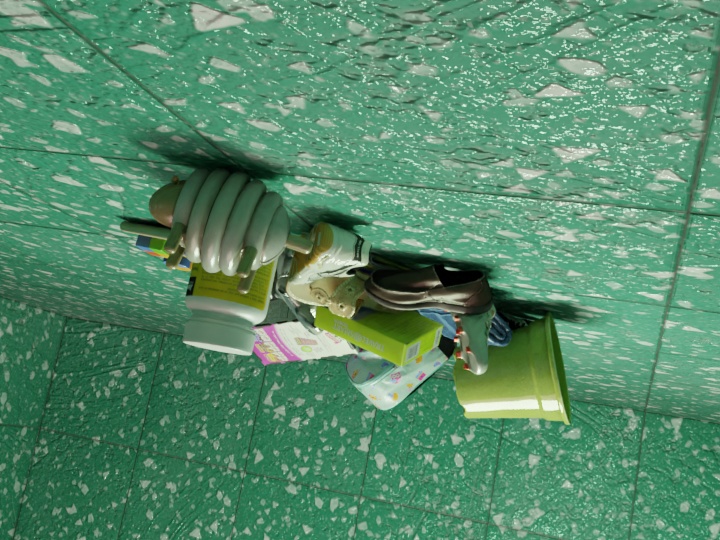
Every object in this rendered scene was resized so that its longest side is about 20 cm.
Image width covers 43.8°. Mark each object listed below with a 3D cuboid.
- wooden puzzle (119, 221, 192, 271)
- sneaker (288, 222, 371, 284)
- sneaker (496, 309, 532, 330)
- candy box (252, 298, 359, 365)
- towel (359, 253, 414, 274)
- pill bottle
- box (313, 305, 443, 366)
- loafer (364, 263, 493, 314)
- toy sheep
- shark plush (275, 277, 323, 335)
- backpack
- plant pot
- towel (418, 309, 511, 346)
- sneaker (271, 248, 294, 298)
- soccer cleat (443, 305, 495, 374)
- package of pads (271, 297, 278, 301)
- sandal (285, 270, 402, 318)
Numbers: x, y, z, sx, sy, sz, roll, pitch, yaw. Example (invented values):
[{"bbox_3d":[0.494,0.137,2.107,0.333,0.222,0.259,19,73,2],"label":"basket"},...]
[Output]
[{"bbox_3d":[-0.293,-0.029,1.549,0.185,0.046,0.200,10,170,20],"label":"wooden puzzle"},{"bbox_3d":[-0.045,-0.012,1.282,0.087,0.076,0.200,14,170,-16],"label":"sneaker"},{"bbox_3d":[0.275,0.117,1.692,0.199,0.076,0.088,11,170,-5],"label":"sneaker"},{"bbox_3d":[-0.116,0.110,1.672,0.199,0.061,0.137,-8,143,19],"label":"candy box"},{"bbox_3d":[0.000,0.000,1.493,0.143,0.023,0.200,19,167,-41],"label":"towel"},{"bbox_3d":[-0.174,0.008,1.218,0.114,0.201,0.114,10,169,2],"label":"pill bottle"},{"bbox_3d":[0.020,0.084,1.471,0.200,0.048,0.122,23,-155,29],"label":"box"},{"bbox_3d":[0.105,0.016,1.369,0.199,0.071,0.073,4,-146,7],"label":"loafer"},{"bbox_3d":[-0.154,-0.053,1.059,0.199,0.138,0.138,20,169,-2],"label":"toy sheep"},{"bbox_3d":[-0.132,0.039,1.533,0.200,0.091,0.083,32,150,-17],"label":"shark plush"},{"bbox_3d":[0.062,0.162,1.735,0.153,0.200,0.176,40,-179,-23],"label":"backpack"},{"bbox_3d":[0.267,0.187,1.606,0.184,0.201,0.200,-10,164,16],"label":"plant pot"},{"bbox_3d":[0.176,0.088,1.572,0.112,0.049,0.200,43,164,-18],"label":"towel"},{"bbox_3d":[-0.146,0.005,1.405,0.075,0.116,0.200,8,169,13],"label":"sneaker"},{"bbox_3d":[0.179,0.080,1.394,0.077,0.200,0.069,-4,128,-7],"label":"soccer cleat"},{"bbox_3d":[-0.123,0.047,1.726,0.199,0.076,0.121,12,165,-10],"label":"package of pads"},{"bbox_3d":[-0.008,0.042,1.403,0.211,0.078,0.070,9,-153,-22],"label":"sandal"}]
